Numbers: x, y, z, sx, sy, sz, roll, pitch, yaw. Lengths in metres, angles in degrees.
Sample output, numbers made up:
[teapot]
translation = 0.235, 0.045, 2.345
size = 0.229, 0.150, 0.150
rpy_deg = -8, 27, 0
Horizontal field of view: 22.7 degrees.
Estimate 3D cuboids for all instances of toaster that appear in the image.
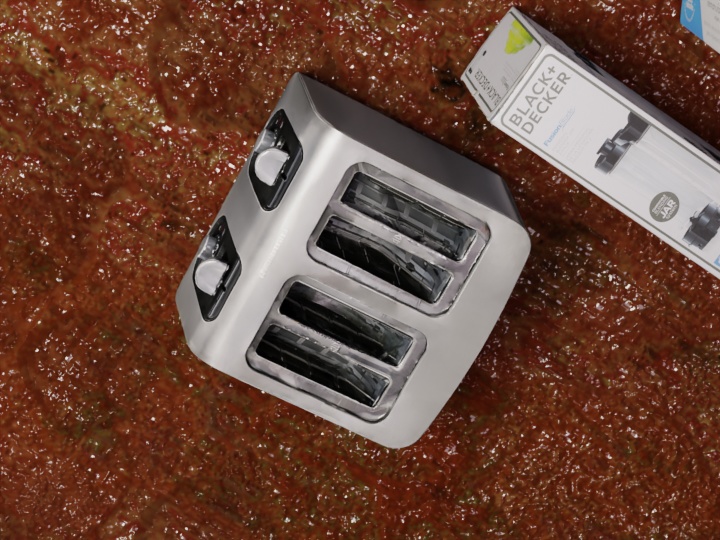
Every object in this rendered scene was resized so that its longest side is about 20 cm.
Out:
[toaster]
translation = 0.000, 0.000, 1.158
size = 0.200, 0.119, 0.181
rpy_deg = 26, 106, -15

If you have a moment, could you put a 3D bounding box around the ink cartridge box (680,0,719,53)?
[ink cartridge box]
translation = 0.252, -0.238, 1.100
size = 0.068, 0.116, 0.200
rpy_deg = 1, 108, -7

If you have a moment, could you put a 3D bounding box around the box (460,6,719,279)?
[box]
translation = 0.167, -0.080, 1.148
size = 0.200, 0.117, 0.060
rpy_deg = 32, 104, -15
